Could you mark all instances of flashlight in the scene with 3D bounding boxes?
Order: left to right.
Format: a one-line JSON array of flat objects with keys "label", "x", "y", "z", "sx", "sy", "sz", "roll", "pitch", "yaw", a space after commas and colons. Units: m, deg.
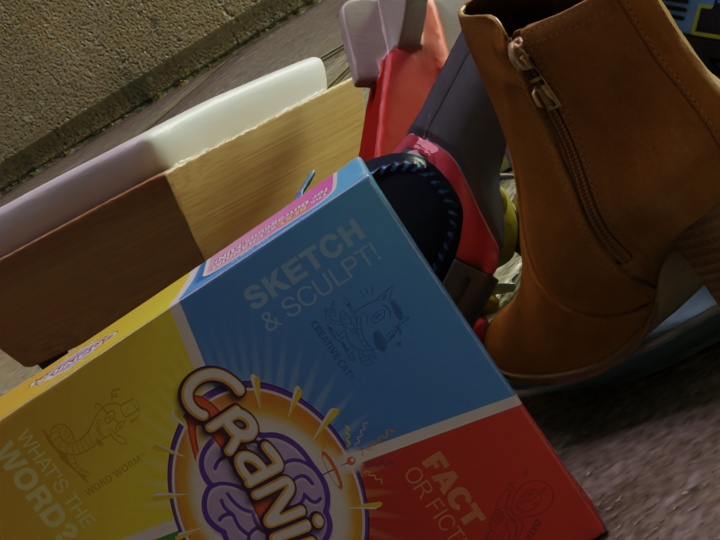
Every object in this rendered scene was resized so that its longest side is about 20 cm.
[{"label": "flashlight", "x": 0.060, "y": -0.073, "z": 0.899, "sx": 0.200, "sy": 0.068, "sz": 0.068, "roll": -61, "pitch": 4, "yaw": 2}]

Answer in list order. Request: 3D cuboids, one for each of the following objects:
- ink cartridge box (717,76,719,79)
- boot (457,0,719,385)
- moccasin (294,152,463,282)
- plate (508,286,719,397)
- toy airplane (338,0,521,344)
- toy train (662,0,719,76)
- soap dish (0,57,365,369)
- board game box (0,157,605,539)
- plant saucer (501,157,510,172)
[{"label": "ink cartridge box", "x": 0.200, "y": -0.144, "z": 1.060, "sx": 0.144, "sy": 0.085, "sz": 0.200, "roll": -29, "pitch": -8, "yaw": 27}, {"label": "boot", "x": 0.076, "y": -0.038, "z": 0.814, "sx": 0.071, "sy": 0.144, "sz": 0.201, "roll": -40, "pitch": 10, "yaw": -29}, {"label": "moccasin", "x": -0.037, "y": 0.038, "z": 0.822, "sx": 0.200, "sy": 0.080, "sz": 0.068, "roll": -47, "pitch": -3, "yaw": 1}, {"label": "plate", "x": 0.138, "y": 0.000, "z": 0.922, "sx": 0.200, "sy": 0.026, "sz": 0.200, "roll": -34, "pitch": 10, "yaw": 7}, {"label": "toy airplane", "x": 0.046, "y": -0.045, "z": 1.050, "sx": 0.200, "sy": 0.141, "sz": 0.199, "roll": -95, "pitch": 20, "yaw": -67}, {"label": "toy train", "x": 0.213, "y": -0.123, "z": 0.890, "sx": 0.200, "sy": 0.114, "sz": 0.087, "roll": 13, "pitch": -1, "yaw": 26}, {"label": "soap dish", "x": -0.095, "y": -0.029, "z": 1.118, "sx": 0.157, "sy": 0.081, "sz": 0.200, "roll": -25, "pitch": 5, "yaw": 32}, {"label": "board game box", "x": -0.041, "y": 0.079, "z": 0.763, "sx": 0.200, "sy": 0.153, "sz": 0.040, "roll": -34, "pitch": 12, "yaw": 3}, {"label": "plant saucer", "x": 0.042, "y": -0.070, "z": 1.448, "sx": 0.200, "sy": 0.048, "sz": 0.200, "roll": -39, "pitch": 12, "yaw": -22}]
